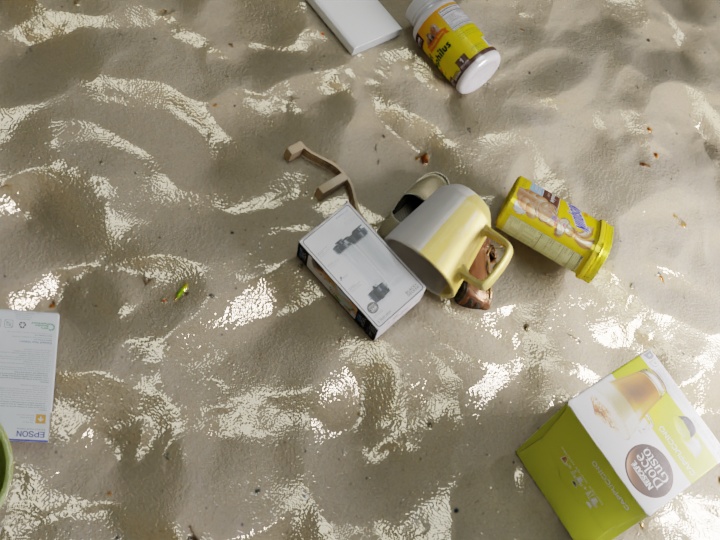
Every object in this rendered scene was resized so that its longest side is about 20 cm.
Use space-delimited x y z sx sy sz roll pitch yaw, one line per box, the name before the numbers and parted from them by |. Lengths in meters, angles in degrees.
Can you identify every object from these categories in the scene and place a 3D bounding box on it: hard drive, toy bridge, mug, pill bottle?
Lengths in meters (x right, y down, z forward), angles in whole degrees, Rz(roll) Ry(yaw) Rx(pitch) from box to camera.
hard drive | -0.025 -0.526 2.039 0.131 0.026 0.201 -29 73 -32
toy bridge | -0.050 -0.148 1.800 0.067 0.027 0.201 -32 76 -33
mug | 0.155 -0.049 1.716 0.186 0.150 0.154 39 76 2
pill bottle | 0.178 -0.455 2.020 0.108 0.110 0.201 -28 72 -31

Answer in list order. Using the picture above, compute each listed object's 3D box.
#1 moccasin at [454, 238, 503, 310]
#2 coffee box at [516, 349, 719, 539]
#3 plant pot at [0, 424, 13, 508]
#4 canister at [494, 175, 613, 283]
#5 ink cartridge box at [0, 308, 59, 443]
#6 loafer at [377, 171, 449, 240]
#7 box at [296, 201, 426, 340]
moccasin | 0.208 -0.026 1.795 0.077 0.074 0.204 17 52 -21
coffee box | 0.400 0.286 1.597 0.196 0.201 0.201 -24 70 -30
plant pot | -0.534 0.278 1.265 0.196 0.191 0.203 9 58 -15
canister | 0.349 -0.078 1.849 0.198 0.087 0.149 30 28 2
ink cartridge box | -0.529 0.148 1.437 0.193 0.043 0.203 6 60 -18
loafer | 0.105 -0.112 1.810 0.075 0.069 0.200 37 55 5
box | 0.000 0.000 1.694 0.116 0.060 0.200 -40 79 -19
